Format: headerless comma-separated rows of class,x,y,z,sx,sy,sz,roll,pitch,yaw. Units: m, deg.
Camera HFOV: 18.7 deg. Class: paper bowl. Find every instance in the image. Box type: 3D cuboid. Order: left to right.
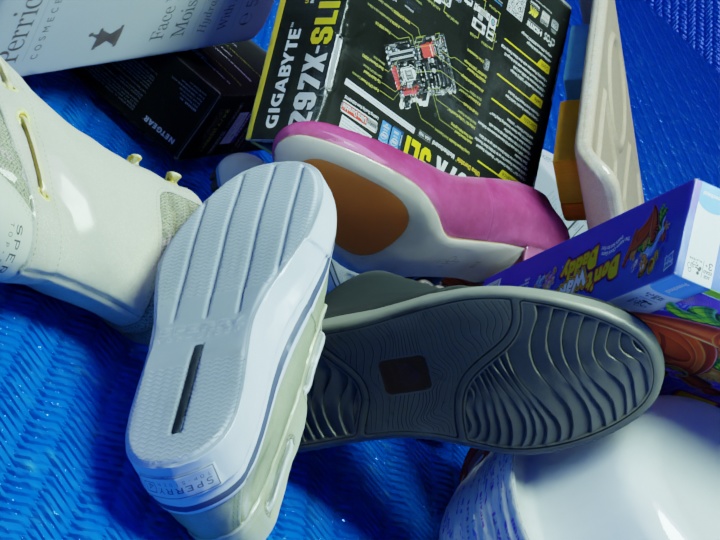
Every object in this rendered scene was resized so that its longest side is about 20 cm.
paper bowl,0.141,0.137,0.966,0.200,0.104,0.201,28,34,-21

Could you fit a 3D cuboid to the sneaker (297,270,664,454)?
sneaker,0.044,0.029,0.972,0.106,0.198,0.075,-45,129,-63

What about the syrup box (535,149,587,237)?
syrup box,0.152,0.007,1.459,0.079,0.082,0.200,24,21,-47

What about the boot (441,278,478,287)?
boot,0.058,0.027,1.249,0.107,0.075,0.200,-11,56,-45

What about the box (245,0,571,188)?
box,0.032,-0.106,1.152,0.049,0.161,0.200,5,-15,37

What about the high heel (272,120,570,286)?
high heel,0.033,-0.041,1.091,0.199,0.067,0.096,28,42,-29

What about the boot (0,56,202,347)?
boot,-0.149,-0.055,0.966,0.154,0.072,0.201,24,29,-41

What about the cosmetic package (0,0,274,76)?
cosmetic package,-0.141,-0.221,1.130,0.199,0.165,0.165,-16,58,-40

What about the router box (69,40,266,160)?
router box,-0.138,-0.147,1.270,0.200,0.051,0.149,41,16,11

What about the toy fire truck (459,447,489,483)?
toy fire truck,0.139,0.136,1.144,0.199,0.049,0.141,37,16,-7

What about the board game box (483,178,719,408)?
board game box,0.152,0.026,0.992,0.134,0.045,0.200,21,-20,-17

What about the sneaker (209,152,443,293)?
sneaker,0.000,0.000,1.158,0.200,0.073,0.072,44,18,19

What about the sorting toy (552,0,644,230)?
sorting toy,0.134,-0.044,1.212,0.201,0.036,0.186,-84,164,-50

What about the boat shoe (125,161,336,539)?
boat shoe,-0.050,0.033,0.901,0.201,0.071,0.062,-72,149,-47
